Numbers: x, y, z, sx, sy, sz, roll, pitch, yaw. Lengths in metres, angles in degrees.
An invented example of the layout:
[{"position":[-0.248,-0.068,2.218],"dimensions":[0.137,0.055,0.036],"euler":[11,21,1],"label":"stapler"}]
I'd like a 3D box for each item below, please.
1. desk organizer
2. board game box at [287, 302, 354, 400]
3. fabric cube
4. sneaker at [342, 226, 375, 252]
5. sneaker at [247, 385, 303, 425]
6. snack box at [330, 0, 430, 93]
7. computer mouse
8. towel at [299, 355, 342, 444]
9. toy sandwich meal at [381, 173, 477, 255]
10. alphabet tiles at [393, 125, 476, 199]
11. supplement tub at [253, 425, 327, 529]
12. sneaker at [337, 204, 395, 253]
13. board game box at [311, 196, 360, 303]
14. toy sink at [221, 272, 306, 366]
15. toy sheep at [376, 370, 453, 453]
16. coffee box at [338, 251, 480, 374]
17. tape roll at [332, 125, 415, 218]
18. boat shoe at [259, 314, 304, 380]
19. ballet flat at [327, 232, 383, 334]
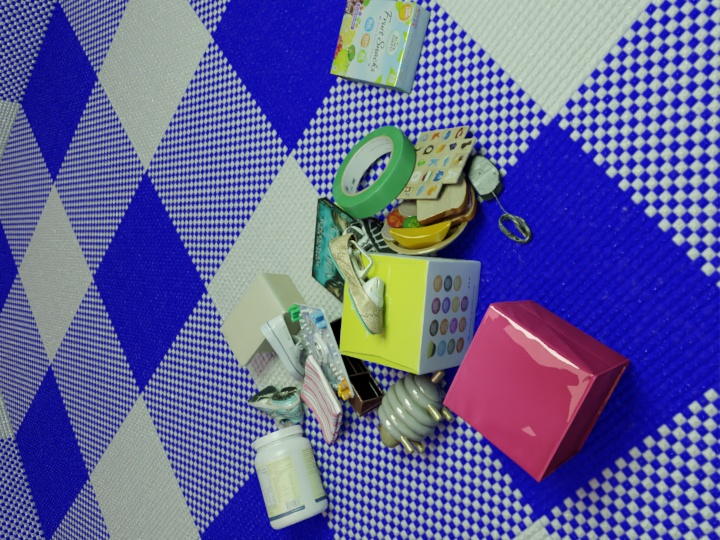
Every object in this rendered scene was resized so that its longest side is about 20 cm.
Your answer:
[{"position":[-0.022,0.210,1.367],"dimensions":[0.202,0.070,0.078],"euler":[56,157,26],"label":"desk organizer"},{"position":[-0.093,0.176,1.373],"dimensions":[0.199,0.025,0.205],"euler":[2,113,66],"label":"board game box"},{"position":[0.295,0.187,1.034],"dimensions":[0.198,0.198,0.200],"euler":[33,110,33],"label":"fabric cube"},{"position":[0.000,0.000,1.328],"dimensions":[0.081,0.074,0.204],"euler":[24,138,60],"label":"sneaker"},{"position":[-0.214,0.346,1.550],"dimensions":[0.197,0.077,0.088],"euler":[-8,108,51],"label":"sneaker"},{"position":[0.040,-0.492,1.342],"dimensions":[0.197,0.067,0.173],"euler":[23,104,37],"label":"snack box"},{"position":[0.263,-0.136,1.177],"dimensions":[0.058,0.034,0.203],"euler":[-33,73,17],"label":"computer mouse"},{"position":[-0.091,0.300,1.412],"dimensions":[0.148,0.029,0.202],"euler":[56,155,26],"label":"towel"},{"position":[0.129,-0.114,1.204],"dimensions":[0.200,0.071,0.208],"euler":[-16,41,14],"label":"toy sandwich meal"},{"position":[0.136,-0.213,1.230],"dimensions":[0.197,0.006,0.169],"euler":[6,64,51],"label":"alphabet tiles"},{"position":[-0.169,0.487,1.464],"dimensions":[0.144,0.143,0.205],"euler":[-32,70,35],"label":"supplement tub"},{"position":[0.007,-0.082,1.376],"dimensions":[0.201,0.073,0.082],"euler":[54,137,29],"label":"sneaker"},{"position":[-0.059,-0.045,1.401],"dimensions":[0.135,0.028,0.205],"euler":[37,132,42],"label":"board game box"},{"position":[-0.235,0.126,1.546],"dimensions":[0.201,0.111,0.131],"euler":[-51,60,22],"label":"toy sink"},{"position":[0.108,0.277,1.242],"dimensions":[0.201,0.137,0.138],"euler":[-49,60,11],"label":"toy sheep"},{"position":[0.095,0.073,1.205],"dimensions":[0.196,0.195,0.206],"euler":[8,95,39],"label":"coffee box"},{"position":[0.026,-0.208,1.302],"dimensions":[0.198,0.048,0.204],"euler":[-30,41,31],"label":"tape roll"},{"position":[-0.166,0.186,1.468],"dimensions":[0.066,0.202,0.074],"euler":[-33,45,-8],"label":"boat shoe"},{"position":[0.003,0.016,1.118],"dimensions":[0.065,0.070,0.203],"euler":[-35,68,19],"label":"ballet flat"}]
